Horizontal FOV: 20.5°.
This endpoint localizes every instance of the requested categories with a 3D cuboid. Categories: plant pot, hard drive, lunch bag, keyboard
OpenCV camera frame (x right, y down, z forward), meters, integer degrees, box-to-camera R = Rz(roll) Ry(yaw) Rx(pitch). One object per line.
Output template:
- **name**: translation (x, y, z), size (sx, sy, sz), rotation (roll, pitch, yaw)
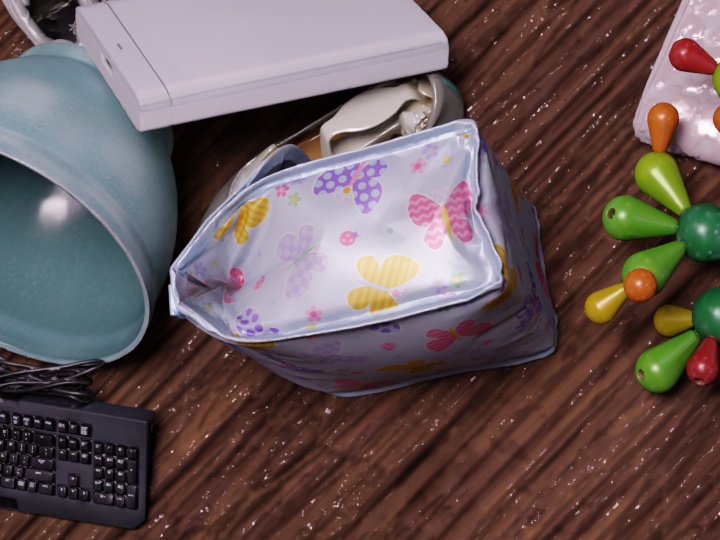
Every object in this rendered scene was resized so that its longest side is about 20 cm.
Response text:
- **plant pot**: translation (-0.196, -0.057, 1.258), size (0.198, 0.201, 0.135), rotation (11, 51, 21)
- **hard drive**: translation (-0.062, -0.144, 1.235), size (0.198, 0.027, 0.132), rotation (-13, 37, -20)
- **lunch bag**: translation (0.000, 0.000, 1.173), size (0.198, 0.170, 0.128), rotation (-15, 71, 14)
- **keyboard**: translation (-0.228, 0.104, 1.274), size (0.198, 0.040, 0.105), rotation (6, 96, 19)

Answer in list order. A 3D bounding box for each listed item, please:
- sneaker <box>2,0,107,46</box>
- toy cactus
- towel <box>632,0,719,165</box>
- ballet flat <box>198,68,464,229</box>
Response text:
- **sneaker**: translation (-0.218, -0.200, 1.356), size (0.075, 0.081, 0.200), rotation (-40, 65, 5)
- **toy cactus**: translation (0.221, -0.021, 1.145), size (0.163, 0.102, 0.202), rotation (13, 88, 3)
- **towel**: translation (0.286, -0.139, 1.196), size (0.198, 0.032, 0.193), rotation (19, 81, 23)
- **ballet flat**: translation (-0.028, -0.070, 1.261), size (0.199, 0.064, 0.068), rotation (-31, 67, 8)
